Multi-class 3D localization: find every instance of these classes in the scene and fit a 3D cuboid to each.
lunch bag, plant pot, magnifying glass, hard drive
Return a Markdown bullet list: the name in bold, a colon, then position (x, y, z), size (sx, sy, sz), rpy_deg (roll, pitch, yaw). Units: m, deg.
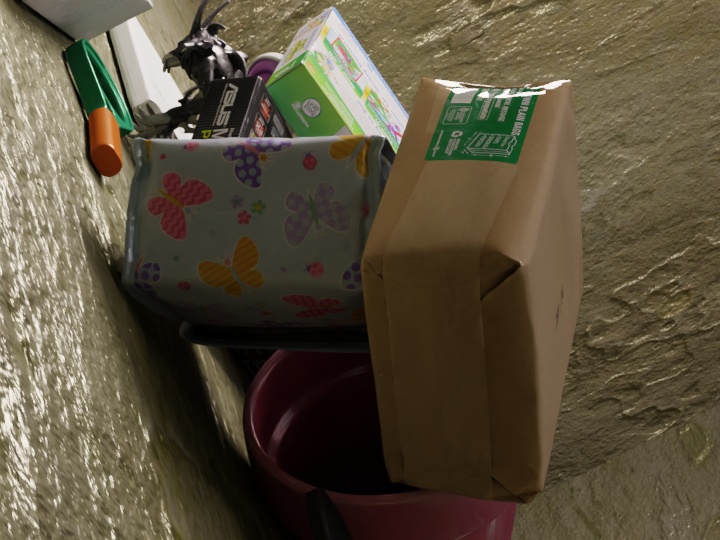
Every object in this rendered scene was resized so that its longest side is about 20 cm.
- **lunch bag**: position (-0.047, -0.011, 1.141), size (0.200, 0.169, 0.127), rpy_deg (49, 43, -75)
- **plant pot**: position (0.029, 0.153, 1.204), size (0.200, 0.200, 0.179), rpy_deg (-114, -169, -52)
- **magnifying glass**: position (-0.191, -0.115, 1.273), size (0.080, 0.022, 0.200), rpy_deg (62, 1, -26)
- **hard drive**: position (-0.187, -0.154, 1.609), size (0.132, 0.026, 0.200), rpy_deg (61, 3, -37)

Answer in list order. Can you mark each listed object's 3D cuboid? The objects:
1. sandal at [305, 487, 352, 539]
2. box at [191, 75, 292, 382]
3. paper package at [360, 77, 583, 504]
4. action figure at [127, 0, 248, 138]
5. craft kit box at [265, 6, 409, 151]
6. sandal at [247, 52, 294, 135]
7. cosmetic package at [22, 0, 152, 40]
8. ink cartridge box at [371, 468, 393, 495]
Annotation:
- **sandal**: position (-0.014, 0.233, 1.051), size (0.075, 0.045, 0.200), rpy_deg (7, 70, -80)
- **box**: position (-0.081, -0.028, 1.360), size (0.200, 0.044, 0.160), rpy_deg (63, 32, -46)
- **paper package**: position (0.075, 0.006, 1.077), size (0.200, 0.103, 0.191), rpy_deg (-70, 158, -49)
- **action figure**: position (-0.138, -0.123, 1.436), size (0.119, 0.102, 0.200), rpy_deg (9, 74, -76)
- **craft kit box**: position (0.005, -0.110, 1.463), size (0.200, 0.049, 0.198), rpy_deg (55, 15, -14)
- **sandal**: position (-0.104, -0.092, 1.505), size (0.082, 0.203, 0.050), rpy_deg (21, 19, 28)
- **cosmetic package**: position (-0.225, -0.243, 1.313), size (0.102, 0.074, 0.200), rpy_deg (63, 1, 4)
- **ink cartridge box**: position (-0.005, 0.144, 1.342), size (0.200, 0.039, 0.099), rpy_deg (59, 5, -18)
